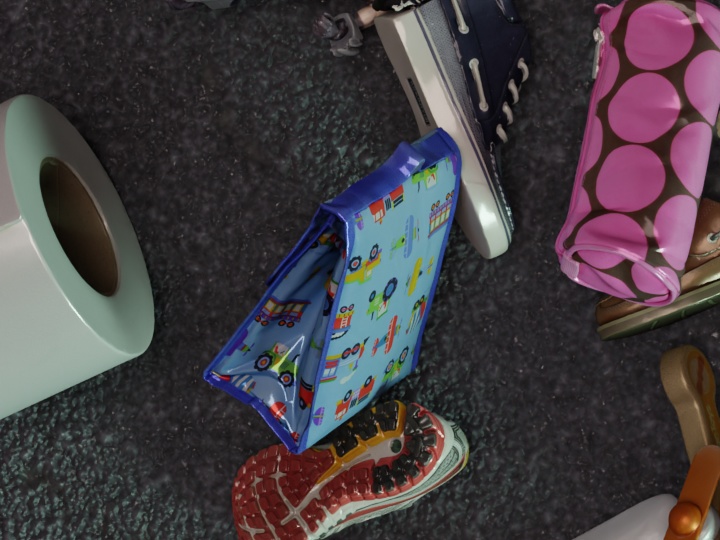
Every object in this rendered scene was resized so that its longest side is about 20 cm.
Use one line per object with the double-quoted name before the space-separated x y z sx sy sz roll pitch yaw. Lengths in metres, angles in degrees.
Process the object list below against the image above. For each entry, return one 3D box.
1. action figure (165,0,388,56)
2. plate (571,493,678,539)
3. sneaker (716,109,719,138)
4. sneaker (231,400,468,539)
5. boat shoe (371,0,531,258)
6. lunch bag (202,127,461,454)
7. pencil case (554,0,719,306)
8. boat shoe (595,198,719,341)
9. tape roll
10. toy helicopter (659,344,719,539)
"action figure" -0.035 -0.216 1.443 0.199 0.069 0.131 0 81 9
"plate" 0.178 0.288 1.431 0.199 0.032 0.201 -29 86 13
"sneaker" 0.327 -0.151 1.344 0.090 0.067 0.201 37 96 28
"sneaker" -0.009 0.155 1.448 0.199 0.082 0.078 -22 68 30
"boat shoe" 0.088 -0.115 1.417 0.092 0.075 0.201 -25 105 -12
"lunch bag" 0.000 0.000 1.359 0.094 0.150 0.201 37 127 16
"pencil case" 0.185 -0.081 1.352 0.093 0.091 0.201 13 73 -3
"boat shoe" 0.245 -0.016 1.388 0.199 0.072 0.068 -24 82 4
"tape roll" -0.254 -0.005 1.435 0.139 0.203 0.204 -24 87 14
"toy helicopter" 0.234 0.147 1.366 0.079 0.132 0.201 -25 73 37
